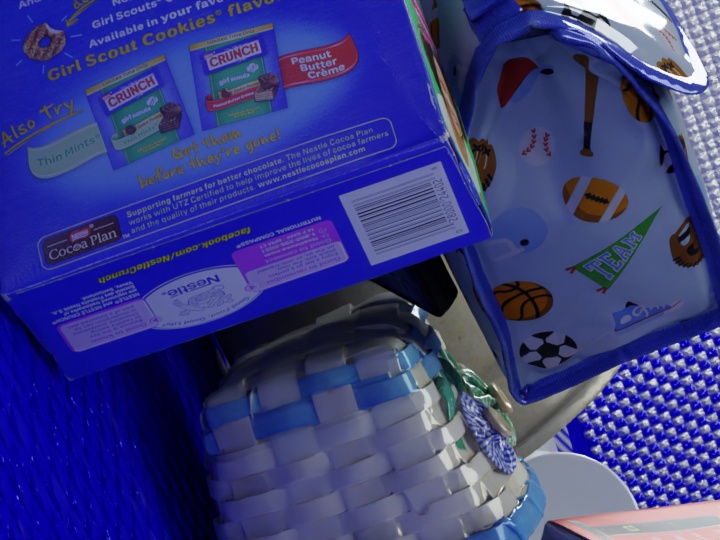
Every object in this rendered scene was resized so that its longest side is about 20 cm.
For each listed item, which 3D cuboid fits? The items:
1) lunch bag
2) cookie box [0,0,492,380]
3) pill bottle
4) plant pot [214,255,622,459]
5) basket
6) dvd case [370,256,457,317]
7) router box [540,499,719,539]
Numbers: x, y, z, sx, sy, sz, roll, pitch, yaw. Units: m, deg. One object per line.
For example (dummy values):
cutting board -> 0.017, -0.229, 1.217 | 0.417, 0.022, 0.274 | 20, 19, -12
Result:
lunch bag -> 0.068, -0.079, 1.134 | 0.170, 0.123, 0.200 | -112, 177, -46
cookie box -> -0.061, -0.082, 1.037 | 0.075, 0.171, 0.201 | 64, 9, -58
pill bottle -> 0.084, 0.160, 1.490 | 0.200, 0.111, 0.111 | 123, -49, -70
plant pot -> 0.000, 0.000, 1.323 | 0.184, 0.200, 0.201 | 56, 10, -13
basket -> 0.012, 0.121, 1.163 | 0.176, 0.139, 0.201 | -76, 151, -79
dvd case -> -0.056, -0.060, 1.159 | 0.200, 0.018, 0.143 | 29, -16, 29
router box -> 0.135, 0.201, 1.221 | 0.049, 0.179, 0.201 | 26, -69, 44
